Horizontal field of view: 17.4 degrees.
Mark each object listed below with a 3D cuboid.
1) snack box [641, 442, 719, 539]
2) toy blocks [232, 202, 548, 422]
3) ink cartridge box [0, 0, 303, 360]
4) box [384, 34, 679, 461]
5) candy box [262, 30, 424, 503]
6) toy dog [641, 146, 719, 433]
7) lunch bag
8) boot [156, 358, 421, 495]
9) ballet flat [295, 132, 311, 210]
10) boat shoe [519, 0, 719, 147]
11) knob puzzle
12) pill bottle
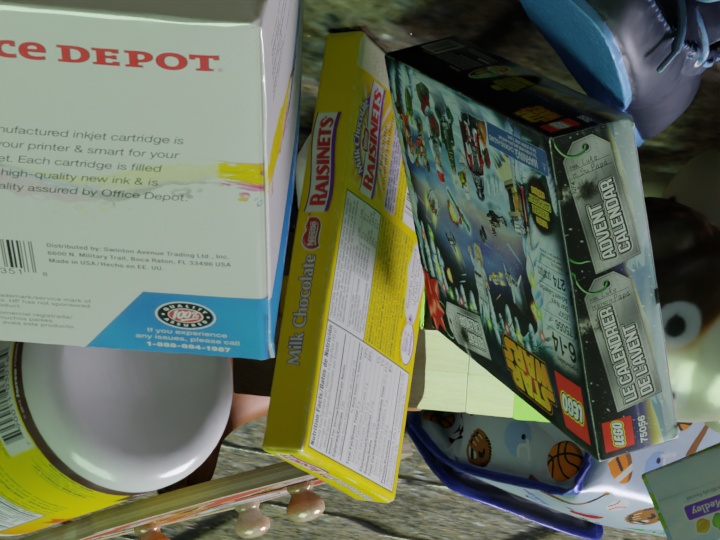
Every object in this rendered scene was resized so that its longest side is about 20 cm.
[{"bbox_3d":[0.270,0.090,1.264,0.200,0.053,0.142,-24,174,31],"label":"snack box"},{"bbox_3d":[0.015,0.016,1.291,0.199,0.137,0.100,5,120,6],"label":"toy blocks"},{"bbox_3d":[-0.097,-0.084,0.878,0.147,0.145,0.200,5,144,1],"label":"ink cartridge box"},{"bbox_3d":[0.069,-0.016,1.006,0.040,0.137,0.200,-16,-162,-14],"label":"box"},{"bbox_3d":[0.000,0.000,1.105,0.026,0.201,0.102,0,162,28],"label":"candy box"},{"bbox_3d":[0.173,0.004,1.100,0.194,0.140,0.200,38,-148,20],"label":"toy dog"},{"bbox_3d":[0.140,0.109,1.555,0.170,0.124,0.200,21,172,-38],"label":"lunch bag"},{"bbox_3d":[-0.039,0.064,1.351,0.155,0.200,0.077,18,129,-12],"label":"boot"},{"bbox_3d":[0.059,-0.026,1.217,0.199,0.070,0.069,16,162,-10],"label":"ballet flat"},{"bbox_3d":[0.108,-0.108,0.947,0.069,0.084,0.200,-41,172,5],"label":"boat shoe"},{"bbox_3d":[-0.057,0.122,1.217,0.219,0.031,0.220,-14,173,-2],"label":"knob puzzle"},{"bbox_3d":[-0.155,0.069,1.156,0.109,0.110,0.200,17,158,-30],"label":"pill bottle"}]
